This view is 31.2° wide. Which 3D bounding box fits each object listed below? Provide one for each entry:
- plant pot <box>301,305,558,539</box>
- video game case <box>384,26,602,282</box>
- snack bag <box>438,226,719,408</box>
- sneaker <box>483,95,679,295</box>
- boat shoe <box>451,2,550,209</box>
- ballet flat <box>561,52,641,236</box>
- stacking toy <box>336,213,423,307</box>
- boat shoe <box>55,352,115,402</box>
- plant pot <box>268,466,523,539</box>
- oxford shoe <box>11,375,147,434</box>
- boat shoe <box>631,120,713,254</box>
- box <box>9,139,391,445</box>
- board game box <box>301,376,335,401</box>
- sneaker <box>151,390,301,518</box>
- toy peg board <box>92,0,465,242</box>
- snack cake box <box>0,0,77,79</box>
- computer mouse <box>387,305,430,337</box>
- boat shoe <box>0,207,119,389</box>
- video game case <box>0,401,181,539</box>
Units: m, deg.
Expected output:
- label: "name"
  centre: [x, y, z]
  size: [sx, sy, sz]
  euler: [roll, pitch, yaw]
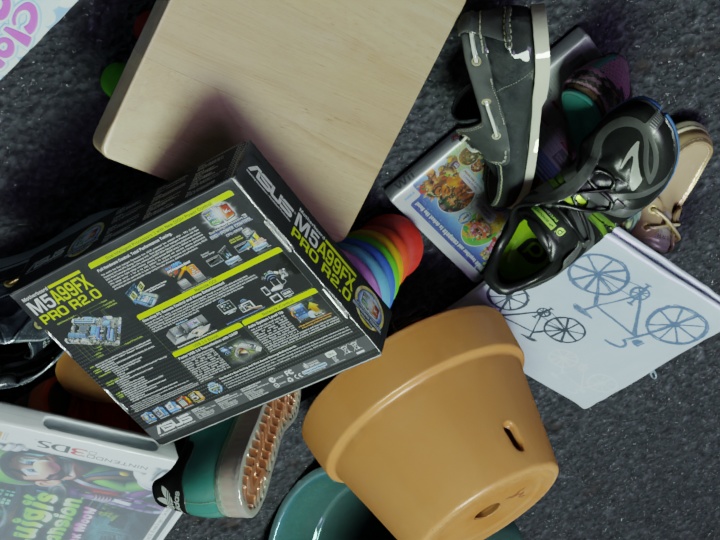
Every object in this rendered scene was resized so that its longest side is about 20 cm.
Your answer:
- label: "plant pot"
  centre: [0.070, 0.145, 1.067]
  size: [0.200, 0.140, 0.200]
  euler: [-25, 153, -14]
- label: "video game case"
  centre: [0.134, -0.089, 1.057]
  size: [0.200, 0.018, 0.143]
  euler: [-40, 135, 9]
- label: "snack bag"
  centre: [0.193, 0.040, 1.113]
  size: [0.188, 0.021, 0.200]
  euler: [30, 136, -19]
- label: "sneaker"
  centre: [0.164, -0.046, 0.965]
  size: [0.200, 0.071, 0.083]
  euler: [-48, 174, 34]
- label: "boat shoe"
  centre: [0.099, -0.117, 0.953]
  size: [0.067, 0.072, 0.200]
  euler: [-5, 146, -1]
- label: "ballet flat"
  centre: [0.203, -0.089, 1.041]
  size: [0.071, 0.069, 0.200]
  euler: [-37, 138, -22]
- label: "stacking toy"
  centre: [0.000, 0.000, 0.968]
  size: [0.085, 0.200, 0.086]
  euler: [6, 111, 18]
- label: "boat shoe"
  centre: [-0.138, 0.043, 0.993]
  size: [0.200, 0.070, 0.070]
  euler: [-17, 121, 12]
- label: "plant pot"
  centre: [0.045, 0.289, 1.233]
  size: [0.196, 0.200, 0.200]
  euler: [11, 123, -44]
- label: "oxford shoe"
  centre: [-0.212, 0.149, 1.065]
  size: [0.072, 0.071, 0.200]
  euler: [-25, 136, 25]
- label: "boat shoe"
  centre: [0.245, -0.037, 1.122]
  size: [0.074, 0.069, 0.200]
  euler: [16, 120, -37]
- label: "box"
  centre: [-0.105, 0.022, 0.849]
  size: [0.200, 0.044, 0.160]
  euler: [-25, 119, 29]
- label: "board game box"
  centre: [-0.083, 0.069, 1.076]
  size: [0.200, 0.028, 0.135]
  euler: [-30, 135, 0]
- label: "sneaker"
  centre: [-0.099, 0.106, 0.970]
  size: [0.080, 0.200, 0.072]
  euler: [-2, 121, 14]
- label: "toy peg board"
  centre: [-0.066, -0.150, 0.866]
  size: [0.200, 0.098, 0.199]
  euler: [20, 102, -38]
- label: "snack cake box"
  centre: [-0.236, -0.179, 0.754]
  size: [0.200, 0.067, 0.115]
  euler: [-42, 133, 12]
- label: "computer mouse"
  centre: [0.011, 0.092, 1.096]
  size: [0.059, 0.034, 0.200]
  euler: [-16, 156, -34]
- label: "boat shoe"
  centre: [-0.214, 0.025, 0.926]
  size: [0.200, 0.091, 0.071]
  euler: [-21, 135, -9]
- label: "video game case"
  centre: [-0.234, 0.179, 1.028]
  size: [0.181, 0.023, 0.200]
  euler: [16, 139, -19]
